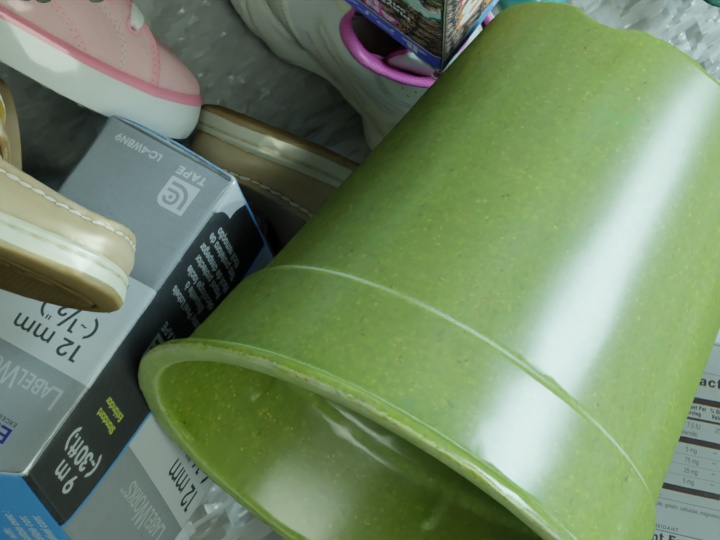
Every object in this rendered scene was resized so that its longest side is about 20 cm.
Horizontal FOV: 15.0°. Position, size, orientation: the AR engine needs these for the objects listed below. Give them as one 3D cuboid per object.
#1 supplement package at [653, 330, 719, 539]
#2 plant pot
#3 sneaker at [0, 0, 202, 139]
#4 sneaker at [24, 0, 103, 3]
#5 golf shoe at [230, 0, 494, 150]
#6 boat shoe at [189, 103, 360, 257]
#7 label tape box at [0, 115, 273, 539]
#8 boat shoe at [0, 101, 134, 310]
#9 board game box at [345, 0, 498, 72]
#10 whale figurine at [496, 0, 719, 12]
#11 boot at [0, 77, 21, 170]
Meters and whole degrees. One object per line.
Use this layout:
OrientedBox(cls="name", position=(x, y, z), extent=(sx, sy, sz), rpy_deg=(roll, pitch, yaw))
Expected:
OrientedBox(cls="supplement package", position=(0.187, 0.116, 1.179), extent=(0.152, 0.150, 0.200), rpy_deg=(-18, 114, -57))
OrientedBox(cls="plant pot", position=(0.053, 0.011, 0.985), extent=(0.200, 0.200, 0.190), rpy_deg=(43, 68, -30))
OrientedBox(cls="sneaker", position=(-0.122, -0.131, 1.015), extent=(0.200, 0.075, 0.105), rpy_deg=(30, 92, -27))
OrientedBox(cls="sneaker", position=(-0.150, -0.156, 0.915), extent=(0.200, 0.071, 0.098), rpy_deg=(18, 116, -9))
OrientedBox(cls="golf shoe", position=(0.034, -0.077, 1.109), extent=(0.200, 0.091, 0.075), rpy_deg=(35, 83, -33))
OrientedBox(cls="boat shoe", position=(0.000, 0.000, 1.114), extent=(0.200, 0.074, 0.069), rpy_deg=(32, 87, -38))
OrientedBox(cls="label tape box", position=(-0.108, 0.063, 1.026), extent=(0.200, 0.066, 0.143), rpy_deg=(-57, 157, -17))
OrientedBox(cls="boat shoe", position=(-0.160, -0.054, 0.949), extent=(0.200, 0.074, 0.069), rpy_deg=(27, 76, 7))
OrientedBox(cls="board game box", position=(-0.003, -0.175, 0.943), extent=(0.159, 0.200, 0.097), rpy_deg=(38, 82, 6))
OrientedBox(cls="whale figurine", position=(0.102, -0.169, 1.114), extent=(0.200, 0.104, 0.159), rpy_deg=(21, 92, -30))
OrientedBox(cls="boot", position=(-0.216, 0.007, 1.004), extent=(0.154, 0.074, 0.200), rpy_deg=(17, 89, -25))
